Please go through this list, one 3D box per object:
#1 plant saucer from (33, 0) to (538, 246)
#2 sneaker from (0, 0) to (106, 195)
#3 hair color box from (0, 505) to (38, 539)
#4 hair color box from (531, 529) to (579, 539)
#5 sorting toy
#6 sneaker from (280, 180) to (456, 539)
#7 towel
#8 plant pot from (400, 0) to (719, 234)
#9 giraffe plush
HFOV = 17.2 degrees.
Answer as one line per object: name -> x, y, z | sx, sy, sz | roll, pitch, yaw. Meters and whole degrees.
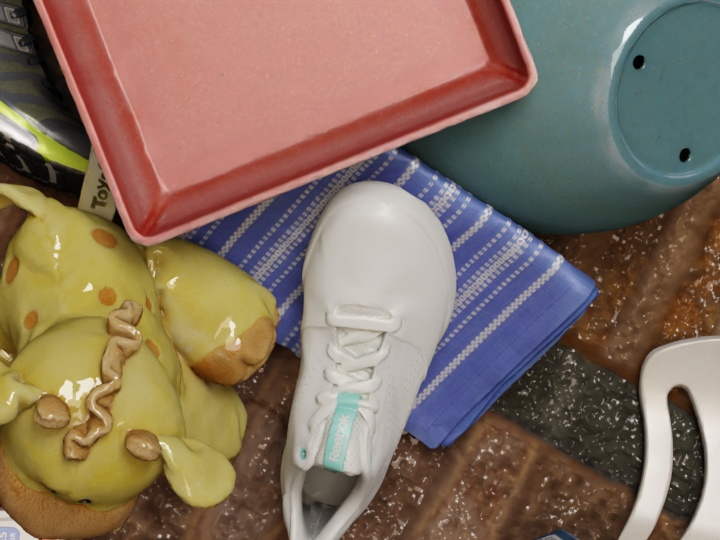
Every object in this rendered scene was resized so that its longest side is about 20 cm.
plant saucer -> -0.045, -0.139, 1.072 | 0.199, 0.037, 0.201 | -21, 94, 7
sneaker -> -0.183, -0.117, 1.170 | 0.200, 0.074, 0.081 | 43, 80, 4
hair color box -> -0.238, 0.165, 1.182 | 0.199, 0.064, 0.112 | 3, 91, -5
hair color box -> 0.032, 0.213, 1.210 | 0.199, 0.061, 0.101 | -18, 93, -5
sorting toy -> 0.224, 0.111, 1.213 | 0.179, 0.107, 0.201 | 9, 75, 7
sneaker -> -0.002, 0.056, 1.144 | 0.075, 0.089, 0.201 | 12, 124, 5
towel -> 0.000, 0.000, 1.168 | 0.199, 0.024, 0.145 | 32, 130, -14
plant pot -> 0.119, -0.102, 1.138 | 0.199, 0.135, 0.201 | -10, 112, -27
giraffe plush -> -0.121, 0.056, 1.106 | 0.171, 0.163, 0.201 | -3, 124, -2
